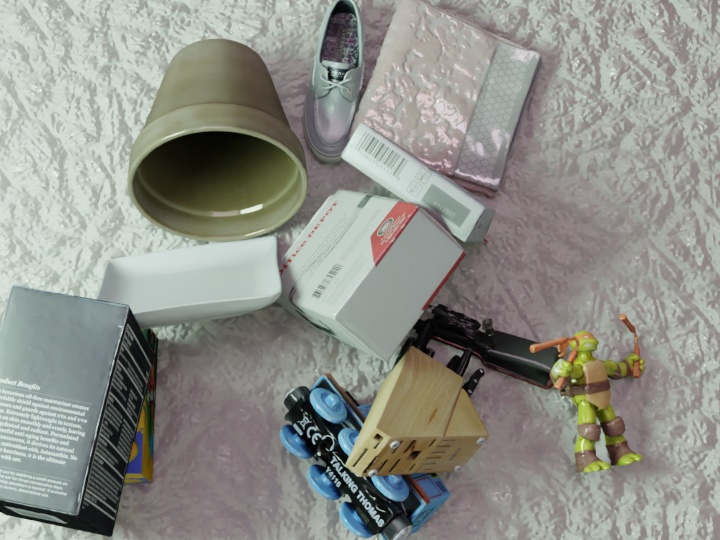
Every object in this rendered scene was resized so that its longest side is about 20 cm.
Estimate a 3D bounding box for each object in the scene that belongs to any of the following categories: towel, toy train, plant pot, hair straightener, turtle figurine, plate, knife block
[{"bbox_3d":[0.104,-0.207,1.492,0.190,0.032,0.201,21,72,-2],"label":"towel"},{"bbox_3d":[-0.001,0.199,1.333,0.200,0.114,0.087,49,115,22],"label":"toy train"},{"bbox_3d":[-0.160,-0.159,1.422,0.199,0.200,0.174,-4,55,-1],"label":"plant pot"},{"bbox_3d":[0.131,0.065,1.396,0.199,0.077,0.041,25,56,11],"label":"hair straightener"},{"bbox_3d":[0.245,0.134,1.358,0.064,0.200,0.162,-15,81,41],"label":"turtle figurine"},{"bbox_3d":[-0.185,0.017,1.371,0.199,0.200,0.032,-9,110,-3],"label":"plate"},{"bbox_3d":[0.049,0.126,1.320,0.199,0.064,0.176,4,43,-38],"label":"knife block"}]

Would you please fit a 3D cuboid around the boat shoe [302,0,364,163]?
[{"bbox_3d":[-0.031,-0.230,1.490,0.070,0.072,0.202,5,74,1],"label":"boat shoe"}]

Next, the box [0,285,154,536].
[{"bbox_3d":[-0.290,0.142,1.229,0.123,0.200,0.199,12,72,1],"label":"box"}]

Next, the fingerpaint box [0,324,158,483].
[{"bbox_3d":[-0.327,0.146,1.369,0.199,0.073,0.168,0,73,0],"label":"fingerpaint box"}]

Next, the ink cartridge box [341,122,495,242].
[{"bbox_3d":[0.075,-0.092,1.377,0.162,0.200,0.057,35,102,10],"label":"ink cartridge box"}]

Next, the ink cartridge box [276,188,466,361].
[{"bbox_3d":[0.000,0.000,1.344,0.083,0.200,0.147,41,80,-25],"label":"ink cartridge box"}]
